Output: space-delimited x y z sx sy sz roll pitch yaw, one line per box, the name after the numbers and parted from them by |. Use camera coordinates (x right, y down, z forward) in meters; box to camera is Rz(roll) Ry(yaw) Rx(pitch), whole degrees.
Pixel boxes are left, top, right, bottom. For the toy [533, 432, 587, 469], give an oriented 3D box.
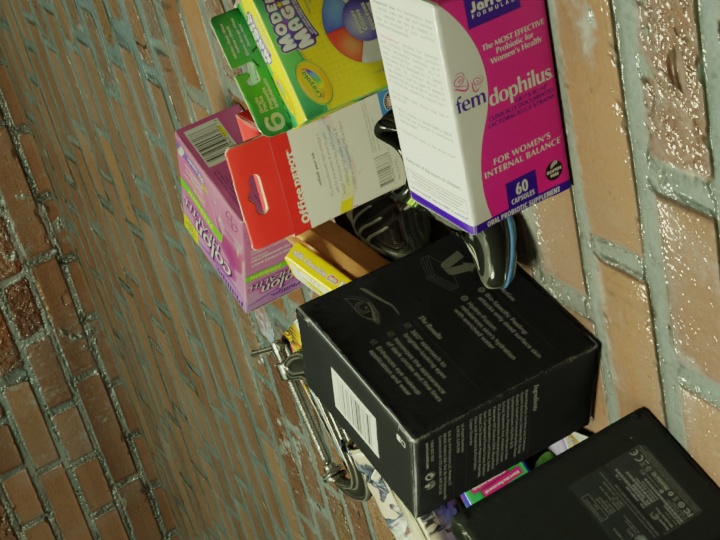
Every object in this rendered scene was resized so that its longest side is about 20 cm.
0.225 0.217 1.283 0.200 0.047 0.115 24 138 62 | toy

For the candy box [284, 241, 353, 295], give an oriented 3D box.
-0.027 0.018 1.431 0.102 0.026 0.200 34 176 3 | candy box

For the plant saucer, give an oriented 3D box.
0.000 0.000 1.439 0.200 0.037 0.200 37 176 3 | plant saucer

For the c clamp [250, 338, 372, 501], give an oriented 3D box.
-0.046 0.159 1.489 0.200 0.027 0.171 64 156 4 | c clamp

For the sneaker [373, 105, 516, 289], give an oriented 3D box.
0.076 -0.065 1.258 0.200 0.083 0.071 60 160 10 | sneaker

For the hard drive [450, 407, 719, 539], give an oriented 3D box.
0.194 0.211 1.127 0.140 0.200 0.033 51 157 32 | hard drive

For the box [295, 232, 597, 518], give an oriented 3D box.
0.078 0.088 1.268 0.197 0.200 0.117 47 154 40 | box

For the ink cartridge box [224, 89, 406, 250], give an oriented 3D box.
-0.041 -0.114 1.320 0.067 0.200 0.116 35 145 53 | ink cartridge box

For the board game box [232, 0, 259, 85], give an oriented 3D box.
-0.090 -0.227 1.561 0.135 0.029 0.200 39 149 48 | board game box

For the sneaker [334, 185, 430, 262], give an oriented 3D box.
0.025 -0.044 1.459 0.200 0.076 0.116 50 167 45 | sneaker

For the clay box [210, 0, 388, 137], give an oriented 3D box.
-0.012 -0.198 1.143 0.115 0.200 0.048 65 160 -4 | clay box

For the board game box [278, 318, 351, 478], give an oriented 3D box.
-0.018 0.141 1.479 0.200 0.035 0.126 62 161 7 | board game box

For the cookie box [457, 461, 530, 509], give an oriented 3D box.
0.149 0.246 1.411 0.200 0.075 0.171 58 176 17 | cookie box

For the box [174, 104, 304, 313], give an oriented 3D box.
-0.155 -0.079 1.804 0.176 0.097 0.200 53 158 28 | box

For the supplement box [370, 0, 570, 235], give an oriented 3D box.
0.088 -0.147 1.102 0.103 0.101 0.200 35 146 53 | supplement box

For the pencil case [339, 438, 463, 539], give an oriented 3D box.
0.057 0.236 1.367 0.200 0.078 0.089 62 -155 -8 | pencil case
